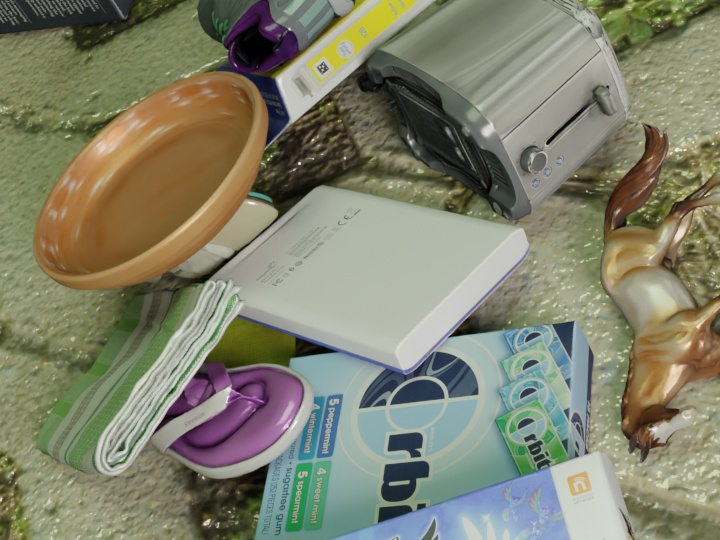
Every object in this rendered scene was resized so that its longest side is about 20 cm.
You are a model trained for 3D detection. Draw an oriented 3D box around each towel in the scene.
[{"bbox_3d":[-0.086,0.039,1.035,0.086,0.018,0.200,-18,46,17],"label":"towel"},{"bbox_3d":[-0.160,0.069,0.972,0.149,0.031,0.200,-55,19,-17],"label":"towel"}]

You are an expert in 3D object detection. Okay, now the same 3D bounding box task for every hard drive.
[{"bbox_3d":[0.000,0.000,0.976,0.200,0.025,0.132,15,49,45],"label":"hard drive"}]

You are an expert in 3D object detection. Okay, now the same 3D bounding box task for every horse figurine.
[{"bbox_3d":[0.196,0.007,0.871,0.132,0.050,0.200,-35,50,23],"label":"horse figurine"}]

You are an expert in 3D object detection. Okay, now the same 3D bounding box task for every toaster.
[{"bbox_3d":[0.097,-0.132,1.012,0.129,0.114,0.200,-37,36,-10],"label":"toaster"}]

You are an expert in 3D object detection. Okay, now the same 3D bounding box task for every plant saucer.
[{"bbox_3d":[-0.146,-0.060,1.018,0.200,0.037,0.200,-24,38,20],"label":"plant saucer"}]

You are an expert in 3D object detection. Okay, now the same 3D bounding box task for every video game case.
[{"bbox_3d":[0.062,0.212,0.744,0.199,0.045,0.182,-21,63,13],"label":"video game case"}]

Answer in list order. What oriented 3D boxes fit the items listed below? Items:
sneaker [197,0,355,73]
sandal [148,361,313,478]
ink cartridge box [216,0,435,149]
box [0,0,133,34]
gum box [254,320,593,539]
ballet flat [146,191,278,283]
[{"bbox_3d":[-0.088,-0.185,1.059,0.088,0.074,0.200,-52,23,-19],"label":"sneaker"},{"bbox_3d":[-0.112,0.090,0.945,0.202,0.050,0.083,-1,59,48],"label":"sandal"},{"bbox_3d":[-0.049,-0.172,1.125,0.200,0.047,0.198,-39,20,-9],"label":"ink cartridge box"},{"bbox_3d":[-0.311,-0.328,1.416,0.199,0.107,0.149,-1,52,28],"label":"box"},{"bbox_3d":[0.039,0.122,0.872,0.199,0.045,0.170,-8,49,22],"label":"gum box"},{"bbox_3d":[-0.141,-0.022,1.070,0.200,0.069,0.070,0,52,43],"label":"ballet flat"}]
